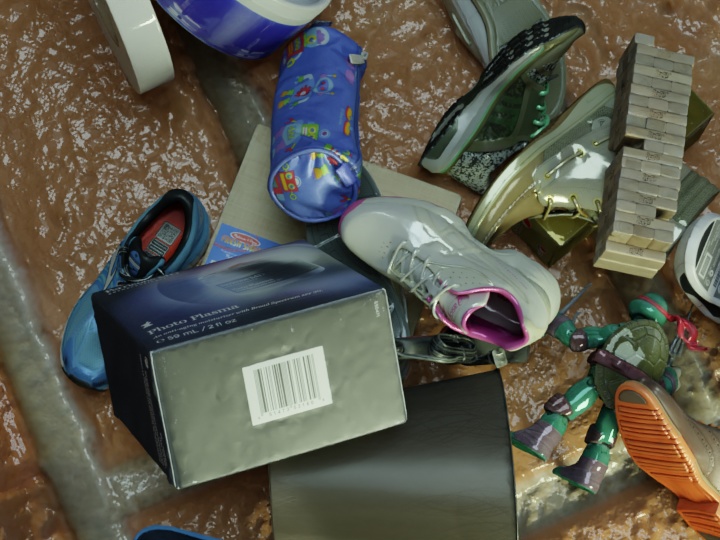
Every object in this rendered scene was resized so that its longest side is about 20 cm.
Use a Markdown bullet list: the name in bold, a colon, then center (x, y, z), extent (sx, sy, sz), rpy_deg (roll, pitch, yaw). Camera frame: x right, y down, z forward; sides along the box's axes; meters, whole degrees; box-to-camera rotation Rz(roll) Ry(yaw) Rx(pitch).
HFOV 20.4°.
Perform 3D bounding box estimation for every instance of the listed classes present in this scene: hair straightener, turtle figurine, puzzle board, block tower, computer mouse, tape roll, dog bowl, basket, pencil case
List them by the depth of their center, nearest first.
- **basket**: center (0.024, 0.172, 1.672), extent (0.199, 0.136, 0.181), rpy_deg (-4, 52, -1)
- **hair straightener**: center (0.086, 0.059, 1.684), extent (0.077, 0.200, 0.041), rpy_deg (2, 86, 38)
- **block tower**: center (0.240, -0.098, 1.688), extent (0.058, 0.054, 0.201), rpy_deg (12, 66, -7)
- **turtle figurine**: center (0.213, 0.084, 1.723), extent (0.149, 0.101, 0.200), rpy_deg (33, 81, -9)
- **computer mouse**: center (0.319, 0.010, 1.740), extent (0.044, 0.200, 0.110), rpy_deg (13, 71, 42)
- **pencil case**: center (-0.034, -0.132, 1.761), extent (0.087, 0.078, 0.200), rpy_deg (-22, 38, 21)
- **tape roll**: center (-0.220, -0.253, 1.766), extent (0.037, 0.203, 0.203), rpy_deg (-25, 74, -7)
- **dog bowl**: center (-0.120, -0.289, 1.788), extent (0.079, 0.200, 0.201), rpy_deg (-38, 73, 29)
- **puzzle board**: center (-0.026, -0.033, 1.801), extent (0.199, 0.017, 0.151), rpy_deg (19, 72, 3)

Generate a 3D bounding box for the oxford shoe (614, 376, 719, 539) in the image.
- **oxford shoe**: center (0.282, 0.151, 1.697), extent (0.073, 0.071, 0.200), rpy_deg (-50, 122, -23)

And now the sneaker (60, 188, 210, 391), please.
- **sneaker**: center (-0.200, 0.009, 1.732), extent (0.078, 0.090, 0.200), rpy_deg (26, 73, 5)

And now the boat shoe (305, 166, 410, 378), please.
- **boat shoe**: center (0.002, 0.000, 1.756), extent (0.074, 0.065, 0.203), rpy_deg (-19, 68, 2)

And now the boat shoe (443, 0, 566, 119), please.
- **boat shoe**: center (0.128, -0.229, 1.853), extent (0.075, 0.068, 0.201), rpy_deg (-24, 95, -17)

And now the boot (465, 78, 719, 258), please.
- **boot**: center (0.198, -0.051, 1.729), extent (0.155, 0.072, 0.200), rpy_deg (44, 73, 7)

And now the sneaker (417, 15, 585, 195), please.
- **sneaker**: center (0.143, -0.144, 1.793), extent (0.089, 0.200, 0.077), rpy_deg (38, 28, -12)

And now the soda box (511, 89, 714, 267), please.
- **soda box**: center (0.224, -0.095, 1.815), extent (0.200, 0.064, 0.068), rpy_deg (-40, 79, -15)

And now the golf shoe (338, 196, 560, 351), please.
- **golf shoe**: center (0.071, 0.002, 1.668), extent (0.199, 0.076, 0.092), rpy_deg (24, 30, 3)

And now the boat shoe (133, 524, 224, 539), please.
- **boat shoe**: center (-0.098, 0.270, 1.661), extent (0.199, 0.084, 0.069), rpy_deg (8, 54, 14)

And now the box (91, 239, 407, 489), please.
- **box**: center (-0.096, 0.069, 1.635), extent (0.199, 0.198, 0.124), rpy_deg (-15, 107, -18)
